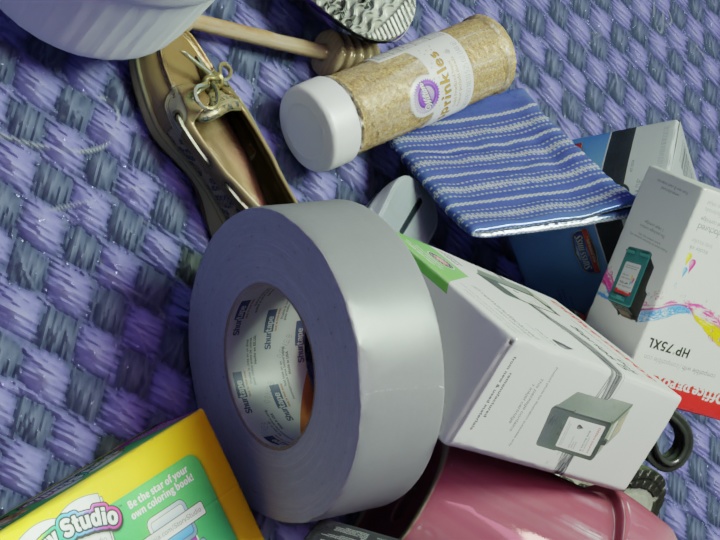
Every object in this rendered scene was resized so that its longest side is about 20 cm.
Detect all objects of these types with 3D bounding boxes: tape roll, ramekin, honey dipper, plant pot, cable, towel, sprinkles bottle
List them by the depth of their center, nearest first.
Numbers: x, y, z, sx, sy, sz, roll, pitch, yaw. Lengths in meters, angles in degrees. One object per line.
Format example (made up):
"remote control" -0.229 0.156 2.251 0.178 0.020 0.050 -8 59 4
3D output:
"tape roll" -0.033 0.057 1.017 0.066 0.200 0.202 -7 78 -35
"ramekin" -0.170 -0.237 1.051 0.199 0.098 0.202 18 54 -27
"plant pot" 0.092 0.212 1.112 0.178 0.200 0.201 35 49 -10
"honey dipper" -0.067 -0.174 1.208 0.199 0.038 0.038 5 70 -43
"towel" 0.108 -0.087 1.238 0.143 0.200 0.024 -9 123 -20
"sprinkles bottle" 0.032 -0.140 1.239 0.199 0.068 0.069 -27 94 -34
"cable" 0.203 0.087 1.261 0.199 0.050 0.098 31 88 -40

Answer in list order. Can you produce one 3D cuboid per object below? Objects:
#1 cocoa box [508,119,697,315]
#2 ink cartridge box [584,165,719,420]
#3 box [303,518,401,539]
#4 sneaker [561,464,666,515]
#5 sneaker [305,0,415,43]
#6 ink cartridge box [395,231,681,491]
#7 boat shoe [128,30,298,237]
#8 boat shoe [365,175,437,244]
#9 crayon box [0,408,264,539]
"cocoa box" 0.218 0.002 1.311 0.134 0.130 0.201 -67 141 -50
"ink cartridge box" 0.235 0.036 1.185 0.115 0.067 0.202 15 101 -33
"box" 0.061 0.249 1.002 0.049 0.198 0.162 -47 139 -44
"sneaker" 0.159 0.164 1.269 0.200 0.088 0.077 33 76 -44
"sneaker" -0.041 -0.245 1.246 0.200 0.070 0.100 43 3 2
"ink cartridge box" 0.098 0.063 1.074 0.199 0.084 0.145 20 15 -46
"boat shoe" -0.094 -0.091 1.123 0.073 0.062 0.201 -37 101 -47
"boat shoe" 0.000 0.000 1.165 0.072 0.062 0.200 50 35 -7
"crayon box" -0.138 0.204 0.956 0.199 0.058 0.174 -29 94 -49
